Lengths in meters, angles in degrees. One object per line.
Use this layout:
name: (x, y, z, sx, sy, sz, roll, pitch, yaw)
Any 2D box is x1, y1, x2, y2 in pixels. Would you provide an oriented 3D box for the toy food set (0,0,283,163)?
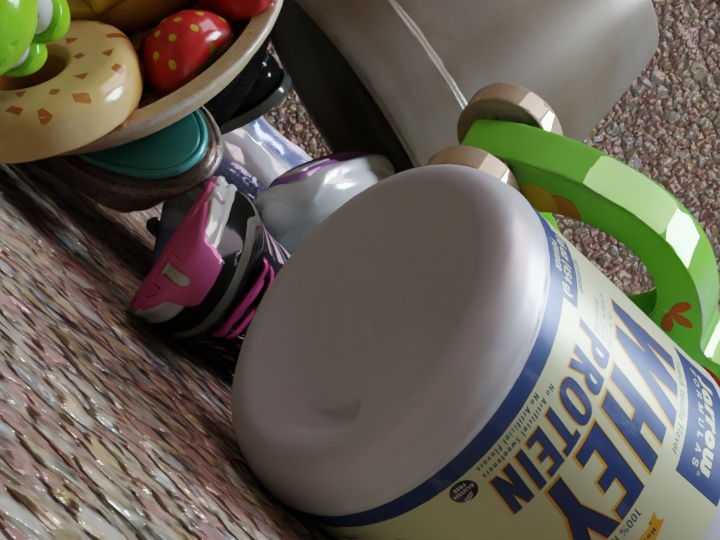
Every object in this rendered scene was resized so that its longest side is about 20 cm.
toy food set: (-0.134, -0.130, 0.860, 0.198, 0.199, 0.049, 46, -18, 43)

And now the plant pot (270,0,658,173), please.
plant pot: (0.065, -0.123, 0.997, 0.201, 0.173, 0.200, 53, -10, 13)

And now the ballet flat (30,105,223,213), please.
ballet flat: (-0.132, -0.067, 0.882, 0.199, 0.068, 0.068, 29, -27, 37)

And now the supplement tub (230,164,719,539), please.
supplement tub: (0.062, 0.068, 0.702, 0.200, 0.145, 0.145, 39, 2, -34)

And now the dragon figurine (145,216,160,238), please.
dragon figurine: (-0.061, -0.021, 1.154, 0.200, 0.100, 0.059, 40, 1, -42)

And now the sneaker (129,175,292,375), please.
sneaker: (-0.052, 0.012, 0.835, 0.087, 0.074, 0.200, 34, -4, 0)

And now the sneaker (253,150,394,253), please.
sneaker: (0.000, 0.000, 0.952, 0.200, 0.074, 0.101, 53, 17, -70)

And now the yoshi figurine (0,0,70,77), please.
yoshi figurine: (-0.205, -0.143, 0.723, 0.199, 0.112, 0.113, 32, 48, -23)

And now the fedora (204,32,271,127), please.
fedora: (-0.129, -0.138, 0.987, 0.200, 0.201, 0.092, 41, 6, 18)

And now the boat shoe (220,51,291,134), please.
boat shoe: (-0.136, -0.117, 1.067, 0.199, 0.072, 0.061, -1, -52, 31)

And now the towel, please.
towel: (-0.054, -0.020, 1.054, 0.147, 0.024, 0.201, 39, 30, -21)

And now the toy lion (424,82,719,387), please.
toy lion: (0.107, 0.036, 0.808, 0.190, 0.069, 0.201, 26, -42, 11)
